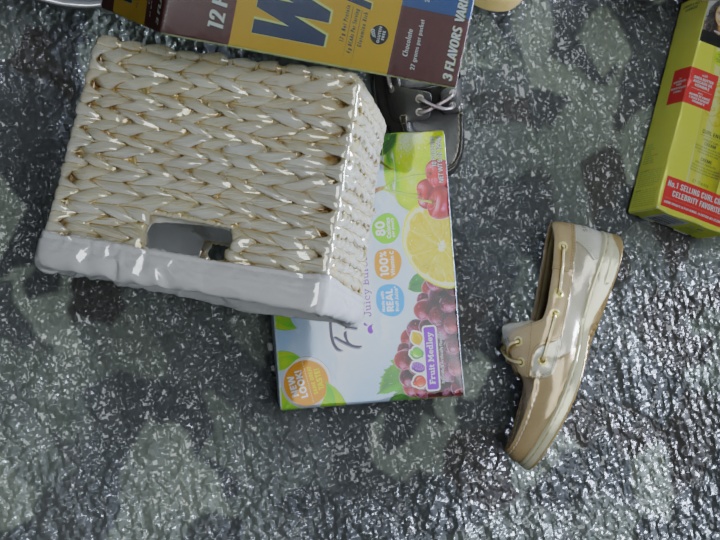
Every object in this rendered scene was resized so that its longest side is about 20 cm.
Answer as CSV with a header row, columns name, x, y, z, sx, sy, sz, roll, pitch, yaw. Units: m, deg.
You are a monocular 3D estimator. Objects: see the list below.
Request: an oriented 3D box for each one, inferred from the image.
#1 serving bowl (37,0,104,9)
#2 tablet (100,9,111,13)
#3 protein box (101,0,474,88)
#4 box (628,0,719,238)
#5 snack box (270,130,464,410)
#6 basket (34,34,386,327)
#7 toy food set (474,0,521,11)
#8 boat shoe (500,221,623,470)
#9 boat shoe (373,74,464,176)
name,x,y,z,sx,sy,sz,roll,pitch,yaw
serving bowl,-0.204,-0.285,1.156,0.199,0.066,0.202,0,89,-14
tablet,-0.154,-0.301,1.215,0.129,0.014,0.201,-10,91,-18
protein box,-0.048,-0.215,1.060,0.199,0.198,0.136,8,101,-21
box,0.287,-0.133,1.332,0.075,0.050,0.201,20,81,-17
snack box,0.000,0.000,1.214,0.141,0.053,0.201,-5,88,-3
basket,-0.091,-0.055,1.091,0.197,0.200,0.162,9,88,8
toy food set,0.091,-0.303,1.245,0.200,0.049,0.199,-35,93,-39
boat shoe,0.145,0.056,1.269,0.069,0.074,0.201,21,79,-4
boat shoe,0.043,-0.170,1.249,0.066,0.057,0.201,-13,91,-18
